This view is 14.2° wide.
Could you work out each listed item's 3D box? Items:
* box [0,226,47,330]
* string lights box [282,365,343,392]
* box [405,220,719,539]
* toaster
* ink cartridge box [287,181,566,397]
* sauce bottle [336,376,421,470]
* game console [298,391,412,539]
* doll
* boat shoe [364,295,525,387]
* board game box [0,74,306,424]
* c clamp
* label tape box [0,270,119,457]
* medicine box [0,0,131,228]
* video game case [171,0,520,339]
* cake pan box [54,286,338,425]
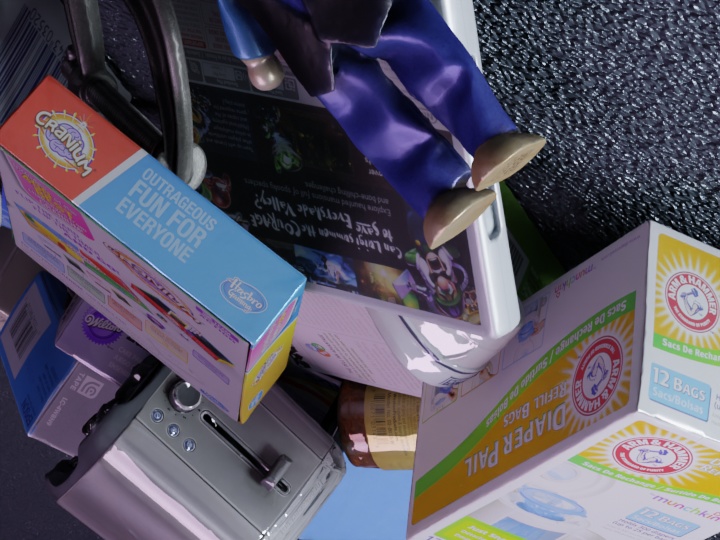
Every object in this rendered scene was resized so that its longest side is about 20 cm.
[{"bbox_3d":[-0.169,0.046,1.978,0.200,0.078,0.095,35,163,-17],"label":"box"},{"bbox_3d":[-0.041,0.004,1.680,0.102,0.059,0.200,18,160,34],"label":"string lights box"},{"bbox_3d":[0.122,0.072,1.404,0.112,0.102,0.200,22,148,-25],"label":"box"},{"bbox_3d":[-0.095,0.116,1.641,0.129,0.114,0.200,41,156,-3],"label":"toaster"},{"bbox_3d":[0.000,0.000,1.541,0.199,0.076,0.148,13,157,31],"label":"ink cartridge box"},{"bbox_3d":[0.088,0.078,1.590,0.199,0.066,0.066,-1,152,22],"label":"sauce bottle"},{"bbox_3d":[0.055,0.158,1.695,0.175,0.117,0.201,12,126,-22],"label":"game console"},{"bbox_3d":[-0.006,-0.111,1.228,0.200,0.048,0.137,49,131,9],"label":"doll"},{"bbox_3d":[0.012,-0.042,1.392,0.200,0.073,0.065,54,132,3],"label":"boat shoe"},{"bbox_3d":[-0.100,-0.005,1.375,0.153,0.040,0.200,38,167,4],"label":"board game box"},{"bbox_3d":[-0.112,-0.094,1.389,0.200,0.027,0.172,-145,45,-64],"label":"c clamp"},{"bbox_3d":[-0.128,0.093,1.857,0.199,0.066,0.143,31,-169,-26],"label":"label tape box"},{"bbox_3d":[-0.256,-0.126,1.576,0.199,0.103,0.182,19,160,29],"label":"medicine box"},{"bbox_3d":[-0.018,-0.071,1.325,0.199,0.023,0.183,14,123,41],"label":"video game case"},{"bbox_3d":[-0.100,0.053,1.811,0.199,0.052,0.184,32,-172,-8],"label":"cake pan box"}]
